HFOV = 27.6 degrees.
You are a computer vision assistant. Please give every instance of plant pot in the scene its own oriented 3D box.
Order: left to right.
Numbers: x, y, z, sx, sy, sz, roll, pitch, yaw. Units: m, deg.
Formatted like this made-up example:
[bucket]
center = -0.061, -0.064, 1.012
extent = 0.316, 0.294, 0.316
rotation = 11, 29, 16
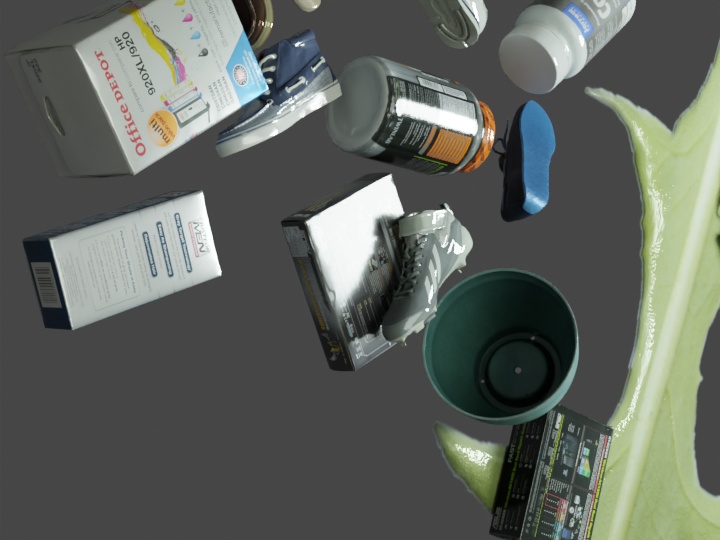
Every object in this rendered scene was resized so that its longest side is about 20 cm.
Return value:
[plant pot]
center = 0.193, 0.115, 1.899
extent = 0.134, 0.200, 0.201
rotation = 51, 55, -62

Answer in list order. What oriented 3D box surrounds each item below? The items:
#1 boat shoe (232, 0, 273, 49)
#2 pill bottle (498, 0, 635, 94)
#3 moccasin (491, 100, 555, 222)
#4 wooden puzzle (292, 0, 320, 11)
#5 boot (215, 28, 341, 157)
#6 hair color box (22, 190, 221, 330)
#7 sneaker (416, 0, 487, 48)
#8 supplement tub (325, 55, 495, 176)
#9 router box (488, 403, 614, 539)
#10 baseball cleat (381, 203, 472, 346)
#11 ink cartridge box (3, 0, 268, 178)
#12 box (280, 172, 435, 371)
[boat shoe]
center = -0.164, -0.315, 1.578
extent = 0.072, 0.072, 0.200
rotation = -1, 51, -45
[pill bottle]
center = 0.281, -0.334, 2.009
extent = 0.200, 0.114, 0.114
rotation = -46, 119, -33
[moccasin]
center = 0.212, -0.150, 1.972
extent = 0.080, 0.068, 0.200
rotation = 38, 42, -22
[wooden puzzle]
center = -0.124, -0.391, 1.640
extent = 0.185, 0.046, 0.200
rotation = 45, 21, -33
[boot]
center = -0.109, -0.206, 1.695
extent = 0.200, 0.073, 0.091
rotation = -37, 106, -43
[hair color box]
center = -0.251, -0.013, 1.563
extent = 0.200, 0.060, 0.100
rotation = -21, 104, -40
[sneaker]
center = 0.104, -0.387, 1.887
extent = 0.081, 0.076, 0.200
rotation = -55, 129, -41
[supplement tub]
center = 0.065, -0.185, 1.808
extent = 0.200, 0.122, 0.123
rotation = 12, 83, -42
[router box]
center = 0.267, 0.291, 2.034
extent = 0.150, 0.062, 0.201
rotation = 26, 73, -38
[baseball cleat]
center = 0.064, -0.004, 1.790
extent = 0.107, 0.070, 0.200
rotation = 54, 46, -21
[ink cartridge box]
center = -0.232, -0.203, 1.523
extent = 0.200, 0.144, 0.148
rotation = -38, 115, -35
[box]
center = 0.000, 0.000, 1.799
extent = 0.158, 0.048, 0.201
rotation = -32, 111, -39
